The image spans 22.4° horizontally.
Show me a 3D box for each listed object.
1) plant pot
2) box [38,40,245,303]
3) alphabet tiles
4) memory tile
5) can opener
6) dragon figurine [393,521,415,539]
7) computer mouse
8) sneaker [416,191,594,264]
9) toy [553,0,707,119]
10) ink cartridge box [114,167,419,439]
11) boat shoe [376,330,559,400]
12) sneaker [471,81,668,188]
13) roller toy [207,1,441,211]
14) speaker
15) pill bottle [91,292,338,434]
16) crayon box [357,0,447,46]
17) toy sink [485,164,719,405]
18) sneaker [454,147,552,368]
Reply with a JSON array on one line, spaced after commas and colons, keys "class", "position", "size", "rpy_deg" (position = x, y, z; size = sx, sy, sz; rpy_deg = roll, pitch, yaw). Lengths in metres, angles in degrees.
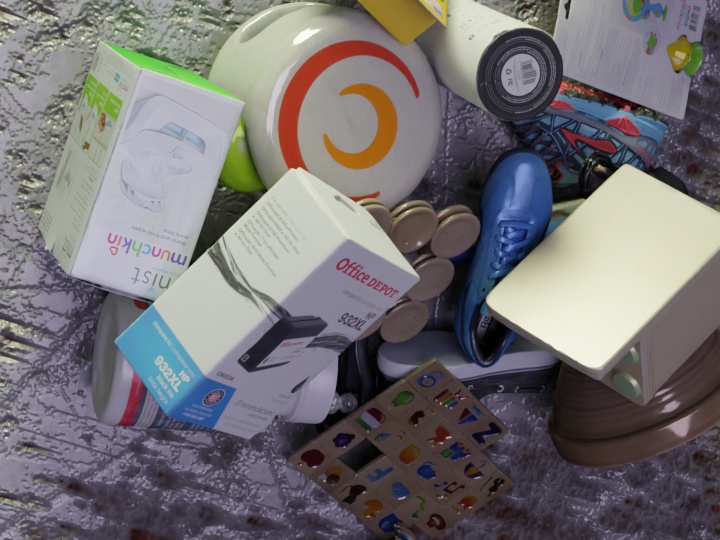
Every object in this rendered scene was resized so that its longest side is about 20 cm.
[{"class": "plant pot", "position": [0.255, 0.090, 1.676], "size": [0.201, 0.201, 0.093], "rpy_deg": [-30, 107, -8]}, {"class": "box", "position": [-0.188, -0.084, 1.495], "size": [0.096, 0.200, 0.177], "rpy_deg": [17, 97, -20]}, {"class": "alphabet tiles", "position": [0.054, 0.177, 1.687], "size": [0.167, 0.008, 0.200], "rpy_deg": [-35, 131, 12]}, {"class": "memory tile", "position": [0.000, 0.000, 1.557], "size": [0.200, 0.017, 0.154], "rpy_deg": [4, 128, -37]}, {"class": "can opener", "position": [-0.014, 0.060, 1.664], "size": [0.063, 0.079, 0.201], "rpy_deg": [0, 98, 10]}, {"class": "dragon figurine", "position": [0.044, 0.309, 1.723], "size": [0.200, 0.059, 0.100], "rpy_deg": [32, 105, -12]}, {"class": "computer mouse", "position": [0.256, -0.070, 1.672], "size": [0.200, 0.034, 0.059], "rpy_deg": [13, 110, -55]}, {"class": "sneaker", "position": [0.153, -0.001, 1.686], "size": [0.199, 0.077, 0.112], "rpy_deg": [-13, 97, -21]}, {"class": "toy", "position": [0.234, -0.216, 1.651], "size": [0.200, 0.047, 0.116], "rpy_deg": [13, 89, -40]}, {"class": "ink cartridge box", "position": [-0.071, 0.030, 1.437], "size": [0.200, 0.084, 0.145], "rpy_deg": [-44, 153, 9]}, {"class": "boat shoe", "position": [0.100, 0.095, 1.691], "size": [0.200, 0.070, 0.066], "rpy_deg": [-6, 118, -35]}, {"class": "sneaker", "position": [0.187, -0.123, 1.668], "size": [0.199, 0.079, 0.096], "rpy_deg": [14, 101, -20]}, {"class": "roller toy", "position": [-0.034, -0.136, 1.563], "size": [0.200, 0.140, 0.183], "rpy_deg": [23, 90, -30]}, {"class": "speaker", "position": [0.096, -0.189, 1.559], "size": [0.081, 0.200, 0.081], "rpy_deg": [-6, 109, -19]}, {"class": "pill bottle", "position": [-0.128, 0.084, 1.597], "size": [0.199, 0.120, 0.120], "rpy_deg": [7, 101, -18]}, {"class": "crayon box", "position": [0.015, -0.272, 1.515], "size": [0.052, 0.200, 0.126], "rpy_deg": [-37, 113, 23]}, {"class": "toy sink", "position": [0.222, 0.029, 1.577], "size": [0.200, 0.130, 0.112], "rpy_deg": [-43, 144, -23]}, {"class": "sneaker", "position": [0.130, -0.007, 1.600], "size": [0.066, 0.078, 0.201], "rpy_deg": [10, 115, -8]}]
